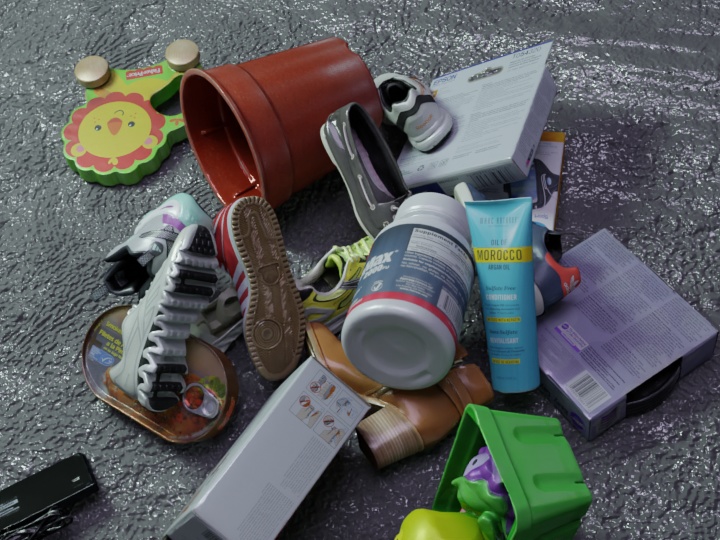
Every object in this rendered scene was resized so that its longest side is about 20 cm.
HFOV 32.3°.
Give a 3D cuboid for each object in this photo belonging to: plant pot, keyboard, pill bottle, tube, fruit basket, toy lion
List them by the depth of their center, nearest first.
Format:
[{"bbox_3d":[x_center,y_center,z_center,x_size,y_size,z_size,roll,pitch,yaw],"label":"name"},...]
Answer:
[{"bbox_3d":[0.095,0.240,1.152,0.214,0.217,0.156,-16,51,-5],"label":"fruit basket"},{"bbox_3d":[0.154,0.025,1.297,0.077,0.202,0.050,-2,11,27],"label":"tube"},{"bbox_3d":[-0.368,0.270,1.306,0.199,0.040,0.104,-26,30,-12],"label":"keyboard"},{"bbox_3d":[0.059,0.015,1.315,0.118,0.120,0.201,7,43,13],"label":"pill bottle"},{"bbox_3d":[-0.090,-0.186,1.531,0.194,0.202,0.201,-27,53,-24],"label":"plant pot"},{"bbox_3d":[-0.297,-0.202,1.648,0.198,0.069,0.193,-11,58,-2],"label":"toy lion"}]

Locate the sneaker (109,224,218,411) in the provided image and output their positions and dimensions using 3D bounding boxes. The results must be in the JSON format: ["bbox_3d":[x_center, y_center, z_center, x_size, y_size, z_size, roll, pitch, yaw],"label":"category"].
[{"bbox_3d":[-0.212,0.044,1.321,0.081,0.075,0.202,18,88,34],"label":"sneaker"}]

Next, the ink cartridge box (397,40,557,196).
[{"bbox_3d":[0.142,-0.176,1.518,0.195,0.043,0.201,-11,43,42],"label":"ink cartridge box"}]

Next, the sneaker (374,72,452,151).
[{"bbox_3d":[0.051,-0.221,1.564,0.074,0.080,0.200,-45,29,2],"label":"sneaker"}]

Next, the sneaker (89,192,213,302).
[{"bbox_3d":[-0.253,-0.007,1.406,0.078,0.200,0.140,46,63,-2],"label":"sneaker"}]

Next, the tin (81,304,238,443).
[{"bbox_3d":[-0.220,0.113,1.367,0.199,0.042,0.113,27,97,25],"label":"tin"}]

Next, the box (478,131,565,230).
[{"bbox_3d":[0.181,-0.087,1.503,0.118,0.042,0.201,5,54,12],"label":"box"}]

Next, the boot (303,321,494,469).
[{"bbox_3d":[0.037,0.105,1.347,0.154,0.077,0.200,-28,51,-16],"label":"boot"}]

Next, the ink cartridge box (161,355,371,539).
[{"bbox_3d":[-0.099,0.207,1.260,0.084,0.176,0.200,40,62,-3],"label":"ink cartridge box"}]

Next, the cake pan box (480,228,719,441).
[{"bbox_3d":[0.262,0.067,1.365,0.183,0.053,0.200,-33,55,-15],"label":"cake pan box"}]

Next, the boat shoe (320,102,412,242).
[{"bbox_3d":[0.021,-0.100,1.426,0.067,0.057,0.201,-24,80,-39],"label":"boat shoe"}]

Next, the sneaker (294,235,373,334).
[{"bbox_3d":[0.000,0.000,1.434,0.075,0.077,0.200,33,60,31],"label":"sneaker"}]

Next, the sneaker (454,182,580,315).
[{"bbox_3d":[0.176,-0.034,1.390,0.084,0.075,0.201,-25,53,-8],"label":"sneaker"}]

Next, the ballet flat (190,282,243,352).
[{"bbox_3d":[-0.166,0.056,1.419,0.199,0.070,0.069,-36,56,-20],"label":"ballet flat"}]

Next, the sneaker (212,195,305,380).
[{"bbox_3d":[-0.117,0.019,1.379,0.071,0.202,0.112,-11,5,-21],"label":"sneaker"}]
